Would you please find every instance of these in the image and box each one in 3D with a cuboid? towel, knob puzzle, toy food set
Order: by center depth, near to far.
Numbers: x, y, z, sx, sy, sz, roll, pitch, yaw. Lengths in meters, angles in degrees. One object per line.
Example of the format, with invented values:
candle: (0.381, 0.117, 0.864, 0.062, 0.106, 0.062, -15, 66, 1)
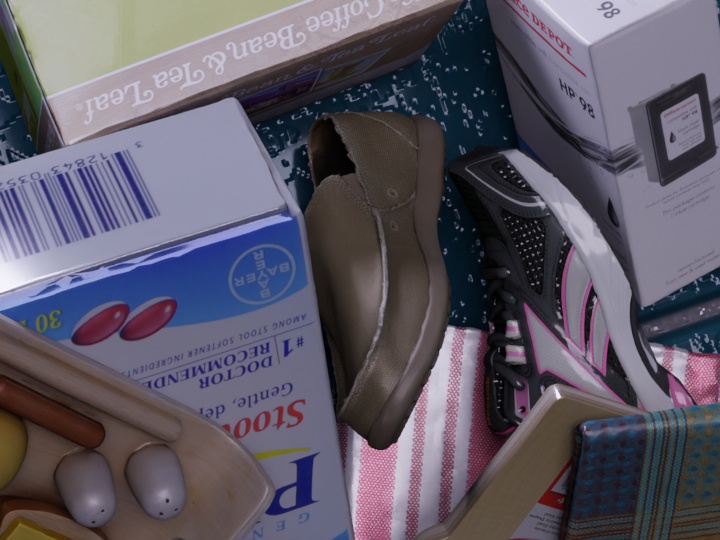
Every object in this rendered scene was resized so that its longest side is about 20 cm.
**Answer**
toy food set: (-0.150, 0.101, 0.946, 0.199, 0.061, 0.144, 30, 108, -35)
towel: (0.184, 0.109, 1.059, 0.198, 0.148, 0.022, -5, 40, -13)
knob puzzle: (0.104, 0.142, 1.093, 0.218, 0.221, 0.031, -10, 41, -11)
towel: (0.083, 0.104, 1.150, 0.198, 0.030, 0.148, 6, 83, -8)

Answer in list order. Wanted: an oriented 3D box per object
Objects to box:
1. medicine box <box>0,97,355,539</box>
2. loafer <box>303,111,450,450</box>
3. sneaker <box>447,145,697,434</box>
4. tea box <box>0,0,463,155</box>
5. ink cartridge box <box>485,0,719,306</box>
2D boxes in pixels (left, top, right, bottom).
medicine box: (-0.111, 0.052, 1.034, 0.181, 0.103, 0.201, -18, 127, -11)
loafer: (0.000, 0.000, 1.091, 0.067, 0.076, 0.201, 15, 40, -11)
sneaker: (0.089, 0.037, 1.103, 0.086, 0.080, 0.201, -30, 90, -8)
tea box: (-0.085, -0.166, 1.104, 0.199, 0.134, 0.198, -20, 85, -11)
ink cartridge box: (0.114, -0.098, 1.085, 0.066, 0.116, 0.201, -27, 131, -11)
